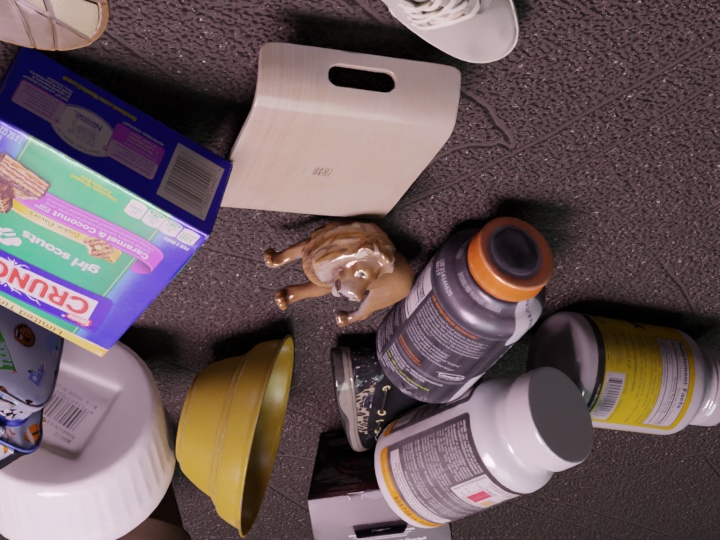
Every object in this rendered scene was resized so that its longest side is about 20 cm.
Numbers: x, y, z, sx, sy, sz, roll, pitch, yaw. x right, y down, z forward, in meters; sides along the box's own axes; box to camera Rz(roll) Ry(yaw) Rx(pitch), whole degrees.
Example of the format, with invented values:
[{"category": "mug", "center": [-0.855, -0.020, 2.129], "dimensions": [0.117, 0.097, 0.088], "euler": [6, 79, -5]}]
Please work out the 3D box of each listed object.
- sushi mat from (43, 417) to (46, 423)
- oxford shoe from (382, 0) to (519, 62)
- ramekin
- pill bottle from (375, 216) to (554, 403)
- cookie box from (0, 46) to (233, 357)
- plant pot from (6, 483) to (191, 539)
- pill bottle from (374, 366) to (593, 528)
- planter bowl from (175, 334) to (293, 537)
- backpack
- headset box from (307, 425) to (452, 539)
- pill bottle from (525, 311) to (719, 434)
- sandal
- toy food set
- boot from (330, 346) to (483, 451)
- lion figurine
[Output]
[{"category": "sushi mat", "center": [-0.379, 0.129, 1.135], "dimensions": [0.200, 0.096, 0.012], "euler": [23, 141, 29]}, {"category": "oxford shoe", "center": [0.043, -0.179, 0.798], "dimensions": [0.075, 0.058, 0.200], "euler": [-21, 149, 21]}, {"category": "ramekin", "center": [-0.275, 0.151, 1.194], "dimensions": [0.200, 0.201, 0.098], "euler": [-2, 143, -6]}, {"category": "pill bottle", "center": [0.095, 0.032, 1.129], "dimensions": [0.106, 0.107, 0.200], "euler": [6, 149, -20]}, {"category": "cookie box", "center": [-0.215, -0.042, 0.930], "dimensions": [0.171, 0.075, 0.200], "euler": [29, 139, -17]}, {"category": "plant pot", "center": [-0.283, 0.249, 1.381], "dimensions": [0.199, 0.174, 0.200], "euler": [-5, 151, -3]}, {"category": "pill bottle", "center": [0.117, 0.169, 1.223], "dimensions": [0.116, 0.117, 0.200], "euler": [21, 144, -38]}, {"category": "planter bowl", "center": [-0.128, 0.151, 1.240], "dimensions": [0.083, 0.201, 0.201], "euler": [13, 151, 5]}, {"category": "backpack", "center": [-0.341, 0.060, 1.035], "dimensions": [0.190, 0.200, 0.154], "euler": [28, 127, -30]}, {"category": "headset box", "center": [0.024, 0.242, 1.405], "dimensions": [0.148, 0.075, 0.200], "euler": [-8, -165, 4]}, {"category": "pill bottle", "center": [0.277, 0.108, 1.289], "dimensions": [0.199, 0.112, 0.111], "euler": [10, 147, -25]}, {"category": "sandal", "center": [-0.240, -0.191, 0.741], "dimensions": [0.199, 0.054, 0.080], "euler": [17, 141, -9]}, {"category": "toy food set", "center": [-0.028, -0.099, 0.938], "dimensions": [0.143, 0.061, 0.200], "euler": [4, 158, -17]}, {"category": "boot", "center": [0.054, 0.127, 1.328], "dimensions": [0.153, 0.074, 0.204], "euler": [-10, 152, 3]}, {"category": "lion figurine", "center": [0.000, 0.000, 1.084], "dimensions": [0.122, 0.073, 0.200], "euler": [-17, 171, 22]}]
